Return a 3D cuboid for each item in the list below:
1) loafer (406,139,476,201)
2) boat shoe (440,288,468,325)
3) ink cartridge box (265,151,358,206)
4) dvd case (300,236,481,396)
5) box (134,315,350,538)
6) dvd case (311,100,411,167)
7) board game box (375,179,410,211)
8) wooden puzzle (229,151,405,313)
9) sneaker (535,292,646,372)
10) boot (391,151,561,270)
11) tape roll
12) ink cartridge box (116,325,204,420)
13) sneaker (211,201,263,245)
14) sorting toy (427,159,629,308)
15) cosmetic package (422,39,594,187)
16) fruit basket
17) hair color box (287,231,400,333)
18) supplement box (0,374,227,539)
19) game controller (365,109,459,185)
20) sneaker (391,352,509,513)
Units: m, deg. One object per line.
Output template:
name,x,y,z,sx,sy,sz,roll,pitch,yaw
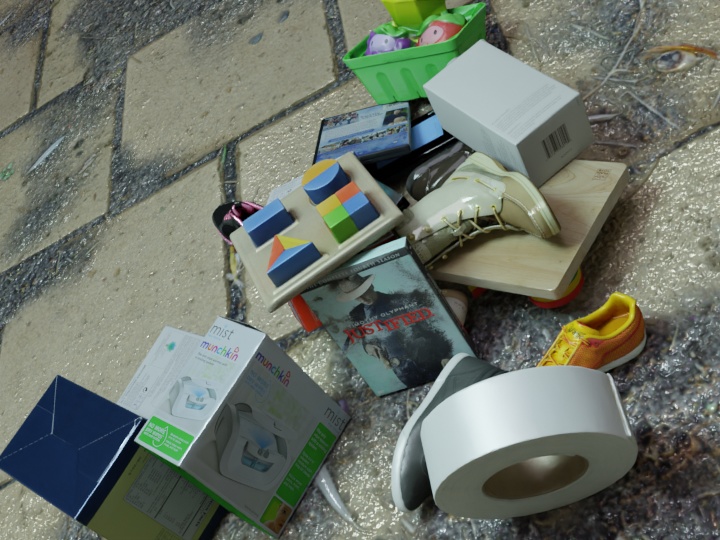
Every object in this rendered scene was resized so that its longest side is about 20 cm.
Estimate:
loafer,0.159,-0.142,1.365,0.200,0.073,0.072,-36,53,10
boat shoe,0.050,0.059,1.273,0.199,0.074,0.069,-3,39,37
ink cartridge box,-0.059,-0.063,1.317,0.136,0.077,0.200,-24,21,16
dvd case,0.035,0.059,1.177,0.145,0.200,0.022,-19,34,22
box,-0.133,0.185,1.197,0.096,0.200,0.177,16,65,43
dvd case,0.004,-0.197,1.485,0.142,0.018,0.200,-13,27,10
board game box,-0.040,-0.048,1.422,0.135,0.028,0.200,34,84,35
wooden puzzle,-0.062,-0.058,1.184,0.185,0.046,0.200,-35,34,0
sneaker,0.218,0.095,1.078,0.200,0.077,0.073,-40,37,-16
boot,0.126,-0.054,1.173,0.154,0.072,0.200,-35,32,-6
tape roll,0.161,0.169,0.981,0.202,0.202,0.071,-24,54,18
ink cartridge box,-0.214,0.165,1.356,0.199,0.076,0.137,10,62,43
sneaker,-0.170,-0.078,1.532,0.200,0.095,0.079,22,71,47
sorting toy,0.201,-0.042,1.225,0.199,0.070,0.199,10,55,41
cosmetic package,0.182,-0.199,1.270,0.107,0.085,0.200,-38,43,-6
fruit basket,0.079,-0.368,1.506,0.215,0.216,0.156,-3,34,35
hair color box,0.000,0.000,1.299,0.199,0.061,0.101,-28,12,-8
supplement box,-0.298,0.257,1.257,0.199,0.200,0.135,15,65,43
game controller,0.073,-0.182,1.477,0.199,0.042,0.105,-27,43,15
sneaker,0.110,0.180,1.112,0.099,0.071,0.200,5,54,45
